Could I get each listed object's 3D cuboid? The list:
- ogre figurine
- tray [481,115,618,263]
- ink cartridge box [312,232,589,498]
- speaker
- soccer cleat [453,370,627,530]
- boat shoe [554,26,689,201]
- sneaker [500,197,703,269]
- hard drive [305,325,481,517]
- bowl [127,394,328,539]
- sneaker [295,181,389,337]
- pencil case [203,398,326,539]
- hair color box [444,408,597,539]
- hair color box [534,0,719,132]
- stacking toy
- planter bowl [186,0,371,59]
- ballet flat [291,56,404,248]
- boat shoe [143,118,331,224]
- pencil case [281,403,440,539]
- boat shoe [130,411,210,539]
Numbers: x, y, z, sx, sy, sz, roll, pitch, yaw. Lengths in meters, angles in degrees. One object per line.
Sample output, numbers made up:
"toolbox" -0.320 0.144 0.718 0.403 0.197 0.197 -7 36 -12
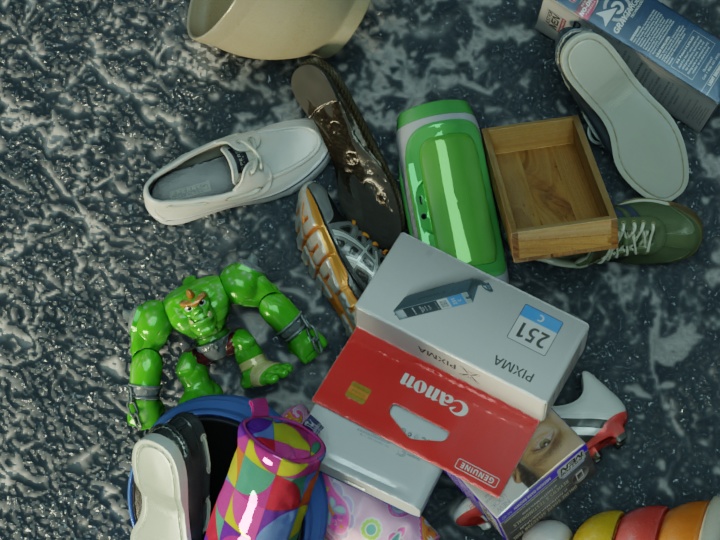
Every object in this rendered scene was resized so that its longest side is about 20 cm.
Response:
"ogre figurine" -0.146 0.066 1.733 0.198 0.098 0.121 -21 97 17
"tray" 0.177 -0.079 1.710 0.097 0.201 0.037 -8 124 0
"ink cartridge box" 0.081 0.082 1.629 0.198 0.045 0.177 26 64 14
"speaker" 0.089 -0.059 1.751 0.087 0.088 0.202 -10 80 -1
"soccer cleat" 0.164 0.173 1.722 0.199 0.069 0.086 -32 72 -7
"boat shoe" 0.252 -0.153 1.757 0.075 0.062 0.200 -40 110 7
"sneaker" 0.231 -0.029 1.731 0.198 0.090 0.068 6 112 5
"hard drive" 0.039 0.111 1.653 0.131 0.025 0.201 23 64 12
"bowl" -0.128 0.217 1.683 0.198 0.039 0.203 5 104 20
"sneaker" 0.000 0.000 1.754 0.077 0.078 0.201 -27 84 -17
"pencil case" -0.093 0.220 1.597 0.088 0.088 0.202 21 111 5
"hair color box" 0.115 0.145 1.681 0.109 0.065 0.200 -39 54 -8
"hair color box" 0.273 -0.225 1.767 0.199 0.100 0.061 33 79 6
"stacking toy" 0.247 0.273 1.687 0.198 0.146 0.148 6 80 22
"planter bowl" -0.064 -0.288 1.754 0.134 0.200 0.202 25 81 -21
"ballet flat" -0.007 -0.117 1.765 0.067 0.046 0.201 -22 100 31
"boat shoe" -0.121 -0.103 1.772 0.198 0.066 0.073 -16 80 -2
"pencil case" -0.016 0.219 1.704 0.200 0.087 0.087 43 84 8
"boat shoe" -0.166 0.219 1.639 0.075 0.202 0.060 27 41 22
